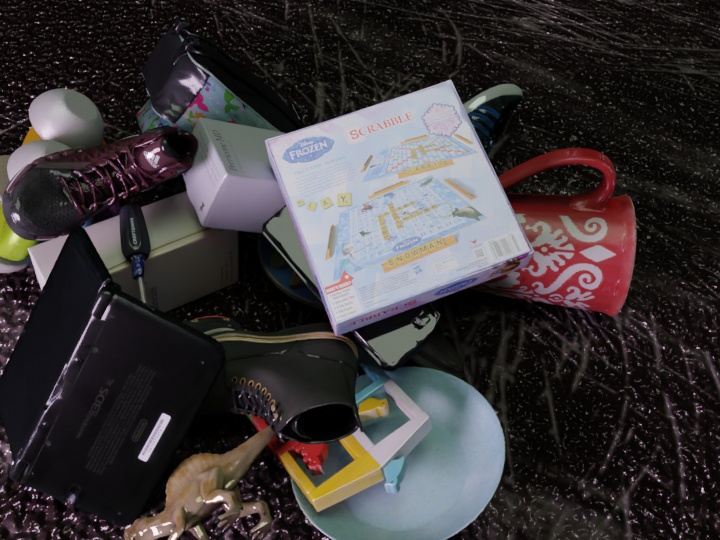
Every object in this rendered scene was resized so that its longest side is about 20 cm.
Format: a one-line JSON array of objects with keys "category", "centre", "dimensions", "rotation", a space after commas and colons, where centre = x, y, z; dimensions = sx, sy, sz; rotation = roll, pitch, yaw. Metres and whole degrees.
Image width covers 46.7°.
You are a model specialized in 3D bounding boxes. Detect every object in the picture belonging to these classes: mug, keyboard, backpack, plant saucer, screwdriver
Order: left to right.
[{"category": "screwdriver", "centre": [-0.209, 0.021, 0.787], "dimensions": [0.029, 0.028, 0.201], "rotation": [14, 49, -36]}, {"category": "backpack", "centre": [-0.159, -0.174, 0.985], "dimensions": [0.199, 0.151, 0.178], "rotation": [26, 17, -33]}, {"category": "keyboard", "centre": [0.000, 0.000, 0.822], "dimensions": [0.104, 0.040, 0.200], "rotation": [-39, 74, -9]}, {"category": "plant saucer", "centre": [0.035, 0.178, 0.775], "dimensions": [0.199, 0.039, 0.202], "rotation": [-7, 43, 7]}, {"category": "mug", "centre": [0.192, -0.048, 0.931], "dimensions": [0.198, 0.179, 0.133], "rotation": [5, 6, 4]}]

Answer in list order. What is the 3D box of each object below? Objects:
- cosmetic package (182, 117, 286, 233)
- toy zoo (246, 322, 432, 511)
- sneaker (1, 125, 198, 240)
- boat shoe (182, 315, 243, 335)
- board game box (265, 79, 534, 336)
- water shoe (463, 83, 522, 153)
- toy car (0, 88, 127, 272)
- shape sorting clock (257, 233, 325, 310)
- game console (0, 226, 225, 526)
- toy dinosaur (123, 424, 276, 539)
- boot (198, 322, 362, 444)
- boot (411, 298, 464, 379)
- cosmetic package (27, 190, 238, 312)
[{"category": "cosmetic package", "centre": [-0.082, -0.094, 0.898], "dimensions": [0.199, 0.074, 0.102], "rotation": [5, 40, -37]}, {"category": "toy zoo", "centre": [-0.024, 0.139, 0.788], "dimensions": [0.131, 0.021, 0.200], "rotation": [-32, 44, -17]}, {"category": "sneaker", "centre": [-0.235, -0.097, 0.794], "dimensions": [0.115, 0.076, 0.200], "rotation": [-12, 20, 40]}, {"category": "boat shoe", "centre": [-0.207, 0.099, 0.824], "dimensions": [0.200, 0.074, 0.063], "rotation": [-17, 14, -7]}, {"category": "board game box", "centre": [0.034, -0.064, 0.800], "dimensions": [0.198, 0.041, 0.201], "rotation": [-19, 71, -8]}, {"category": "water shoe", "centre": [0.148, -0.178, 1.107], "dimensions": [0.199, 0.072, 0.079], "rotation": [-30, 80, -23]}, {"category": "toy car", "centre": [-0.330, -0.081, 0.921], "dimensions": [0.149, 0.175, 0.201], "rotation": [31, 37, -31]}, {"category": "shape sorting clock", "centre": [-0.020, -0.029, 0.967], "dimensions": [0.198, 0.039, 0.201], "rotation": [3, 49, -4]}, {"category": "game console", "centre": [-0.232, 0.094, 0.753], "dimensions": [0.175, 0.201, 0.117], "rotation": [28, 15, -11]}, {"category": "toy dinosaur", "centre": [-0.123, 0.188, 0.717], "dimensions": [0.200, 0.058, 0.101], "rotation": [-38, 44, -14]}, {"category": "boot", "centre": [-0.096, 0.112, 0.739], "dimensions": [0.198, 0.078, 0.139], "rotation": [-17, 25, 1]}, {"category": "boot", "centre": [0.087, -0.007, 0.855], "dimensions": [0.174, 0.069, 0.200], "rotation": [-42, 85, 9]}, {"category": "cosmetic package", "centre": [-0.233, -0.005, 0.881], "dimensions": [0.199, 0.104, 0.073], "rotation": [-25, 58, -24]}]
